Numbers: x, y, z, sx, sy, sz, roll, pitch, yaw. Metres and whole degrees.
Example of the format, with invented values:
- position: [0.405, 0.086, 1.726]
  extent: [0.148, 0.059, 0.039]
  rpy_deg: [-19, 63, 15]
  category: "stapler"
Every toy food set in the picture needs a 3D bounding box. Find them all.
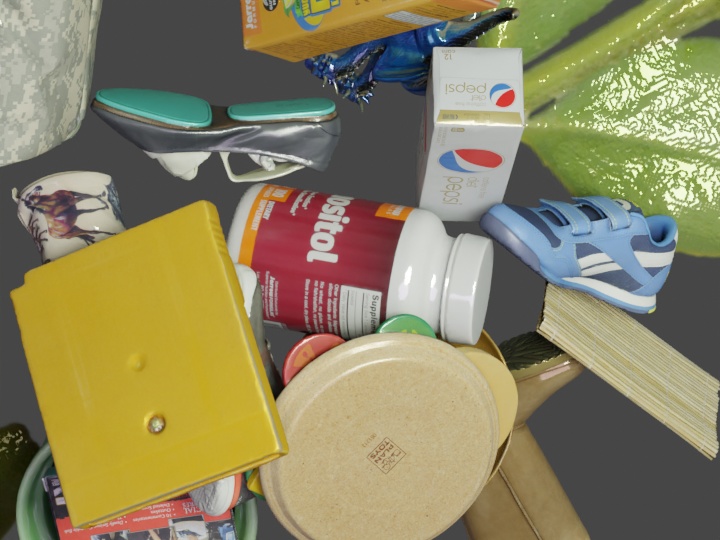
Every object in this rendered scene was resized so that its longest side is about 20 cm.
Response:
- position: [0.014, 0.129, 1.397]
  extent: [0.197, 0.049, 0.201]
  rpy_deg: [25, 104, -25]
  category: "toy food set"

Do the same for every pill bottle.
- position: [0.000, 0.000, 1.441]
  extent: [0.199, 0.113, 0.114]
  rpy_deg: [9, 112, 12]
  category: "pill bottle"

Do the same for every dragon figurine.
- position: [0.046, -0.165, 1.391]
  extent: [0.059, 0.199, 0.100]
  rpy_deg: [17, 88, -49]
  category: "dragon figurine"

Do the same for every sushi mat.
- position: [0.225, 0.072, 1.513]
  extent: [0.200, 0.096, 0.012]
  rpy_deg: [35, 125, -17]
  category: "sushi mat"

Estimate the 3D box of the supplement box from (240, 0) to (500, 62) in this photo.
- position: [0.003, -0.208, 1.350]
  extent: [0.199, 0.069, 0.067]
  rpy_deg: [-11, 83, 39]
  category: "supplement box"

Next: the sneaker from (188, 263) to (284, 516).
- position: [-0.092, 0.089, 1.424]
  extent: [0.082, 0.077, 0.201]
  rpy_deg: [-6, 111, -38]
  category: "sneaker"

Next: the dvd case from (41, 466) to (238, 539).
- position: [-0.169, 0.242, 1.500]
  extent: [0.145, 0.022, 0.201]
  rpy_deg: [-9, 111, 1]
  category: "dvd case"

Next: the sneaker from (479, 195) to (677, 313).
- position: [0.177, -0.029, 1.462]
  extent: [0.199, 0.074, 0.083]
  rpy_deg: [16, 111, -41]
  category: "sneaker"

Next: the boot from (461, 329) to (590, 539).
- position: [0.151, 0.159, 1.565]
  extent: [0.174, 0.066, 0.201]
  rpy_deg: [-20, 111, 19]
  category: "boot"

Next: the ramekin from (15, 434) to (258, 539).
- position: [-0.185, 0.187, 1.542]
  extent: [0.199, 0.098, 0.201]
  rpy_deg: [-1, 112, -2]
  category: "ramekin"

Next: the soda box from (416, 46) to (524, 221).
- position: [0.081, -0.100, 1.388]
  extent: [0.068, 0.200, 0.064]
  rpy_deg: [1, 71, -2]
  category: "soda box"

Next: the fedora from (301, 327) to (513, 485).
- position: [0.023, 0.110, 1.488]
  extent: [0.199, 0.082, 0.202]
  rpy_deg: [0, 91, 20]
  category: "fedora"

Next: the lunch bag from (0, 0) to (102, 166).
- position: [-0.265, -0.186, 1.351]
  extent: [0.138, 0.168, 0.201]
  rpy_deg: [10, 111, -6]
  category: "lunch bag"

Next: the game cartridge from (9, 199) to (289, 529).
- position: [-0.161, 0.071, 1.364]
  extent: [0.175, 0.032, 0.201]
  rpy_deg: [-21, 75, 13]
  category: "game cartridge"

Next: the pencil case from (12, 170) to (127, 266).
- position: [-0.214, 0.020, 1.441]
  extent: [0.089, 0.078, 0.201]
  rpy_deg: [-15, 78, -9]
  category: "pencil case"

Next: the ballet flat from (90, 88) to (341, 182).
- position: [-0.114, -0.103, 1.446]
  extent: [0.199, 0.073, 0.073]
  rpy_deg: [2, 112, -6]
  category: "ballet flat"
